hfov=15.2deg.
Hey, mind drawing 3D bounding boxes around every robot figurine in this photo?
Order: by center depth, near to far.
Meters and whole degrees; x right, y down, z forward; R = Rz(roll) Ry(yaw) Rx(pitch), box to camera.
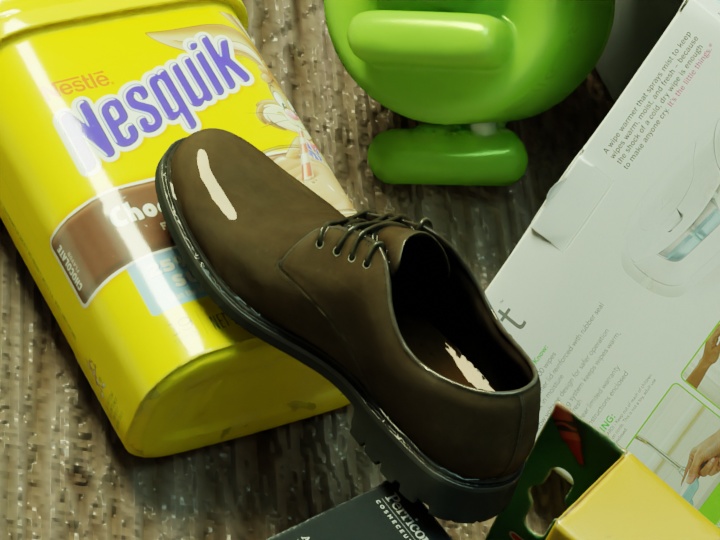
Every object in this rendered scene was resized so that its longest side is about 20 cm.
[{"bbox_3d":[0.054,-0.127,1.253,0.115,0.177,0.200,2,5,17],"label":"robot figurine"}]

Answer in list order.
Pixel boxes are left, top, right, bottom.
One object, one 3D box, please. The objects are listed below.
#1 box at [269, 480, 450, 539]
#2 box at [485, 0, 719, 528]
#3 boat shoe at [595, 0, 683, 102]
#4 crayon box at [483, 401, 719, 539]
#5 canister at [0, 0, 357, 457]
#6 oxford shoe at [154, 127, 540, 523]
[{"bbox_3d":[0.013,0.193,0.993,0.141,0.079,0.200,-22,62,-36],"label":"box"},{"bbox_3d":[0.160,0.012,1.137,0.176,0.201,0.097,38,21,13],"label":"box"},{"bbox_3d":[0.191,-0.083,1.343,0.200,0.072,0.066,46,40,20],"label":"boat shoe"},{"bbox_3d":[0.123,0.157,1.051,0.200,0.127,0.051,41,57,14],"label":"crayon box"},{"bbox_3d":[-0.080,-0.029,1.155,0.148,0.087,0.201,-14,59,-33],"label":"canister"},{"bbox_3d":[0.000,0.000,1.051,0.200,0.085,0.072,41,44,21],"label":"oxford shoe"}]
